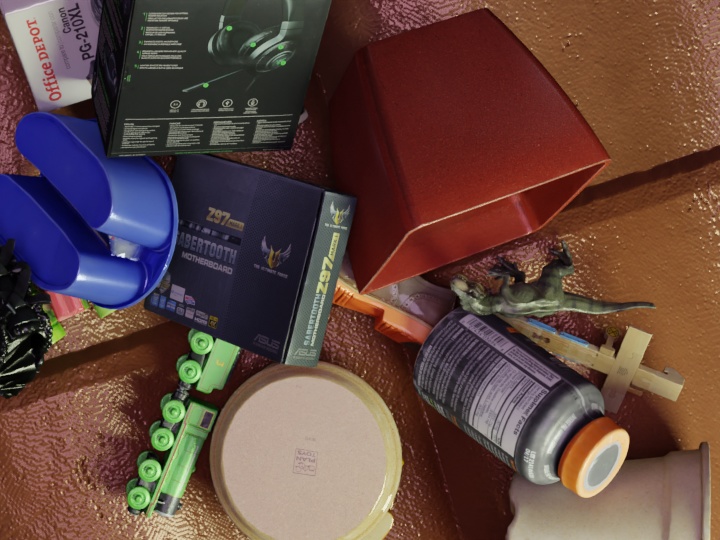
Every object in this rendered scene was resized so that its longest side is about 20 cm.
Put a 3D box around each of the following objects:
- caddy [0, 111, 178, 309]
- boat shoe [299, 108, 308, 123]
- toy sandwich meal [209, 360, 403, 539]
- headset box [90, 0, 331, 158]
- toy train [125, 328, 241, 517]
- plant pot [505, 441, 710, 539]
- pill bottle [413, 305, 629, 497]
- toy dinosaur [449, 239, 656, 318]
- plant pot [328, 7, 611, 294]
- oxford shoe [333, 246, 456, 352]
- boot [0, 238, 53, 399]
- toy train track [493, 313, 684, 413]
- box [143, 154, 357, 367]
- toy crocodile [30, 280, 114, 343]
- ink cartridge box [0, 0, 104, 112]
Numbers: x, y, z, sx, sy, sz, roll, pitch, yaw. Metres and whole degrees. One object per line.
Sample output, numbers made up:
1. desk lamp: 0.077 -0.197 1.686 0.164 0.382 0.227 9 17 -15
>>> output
1. caddy: -0.246 -0.055 1.429 0.200 0.104 0.142 43 110 34
2. boat shoe: -0.150 -0.153 1.478 0.197 0.075 0.067 -7 107 9
3. toy sandwich meal: -0.047 0.183 1.515 0.202 0.070 0.208 0 92 3
4. headset box: -0.130 -0.200 1.342 0.172 0.201 0.093 -5 51 -20
5. toy train: -0.169 0.147 1.522 0.056 0.042 0.202 21 94 -13
6. plant pot: 0.229 0.256 1.473 0.181 0.200 0.203 3 95 10
7. pill bottle: 0.149 0.123 1.444 0.199 0.106 0.107 36 95 34
8. toy dinosaur: 0.171 0.014 1.491 0.197 0.089 0.048 1 125 -12
9. plant pot: 0.075 -0.115 1.416 0.198 0.200 0.178 -19 79 -18
10. oxford shoe: 0.000 0.000 1.505 0.199 0.071 0.073 33 76 -10
11. boot: -0.346 0.042 1.421 0.073 0.199 0.163 -19 64 -37
12. toy train track: 0.215 0.070 1.517 0.198 0.033 0.115 22 135 6
13. box: -0.104 -0.015 1.445 0.199 0.051 0.160 19 96 40
14. toy crocodile: -0.283 0.028 1.497 0.198 0.062 0.068 -29 95 2
15. ink cartridge box: -0.218 -0.239 1.408 0.198 0.145 0.085 -19 60 -8
